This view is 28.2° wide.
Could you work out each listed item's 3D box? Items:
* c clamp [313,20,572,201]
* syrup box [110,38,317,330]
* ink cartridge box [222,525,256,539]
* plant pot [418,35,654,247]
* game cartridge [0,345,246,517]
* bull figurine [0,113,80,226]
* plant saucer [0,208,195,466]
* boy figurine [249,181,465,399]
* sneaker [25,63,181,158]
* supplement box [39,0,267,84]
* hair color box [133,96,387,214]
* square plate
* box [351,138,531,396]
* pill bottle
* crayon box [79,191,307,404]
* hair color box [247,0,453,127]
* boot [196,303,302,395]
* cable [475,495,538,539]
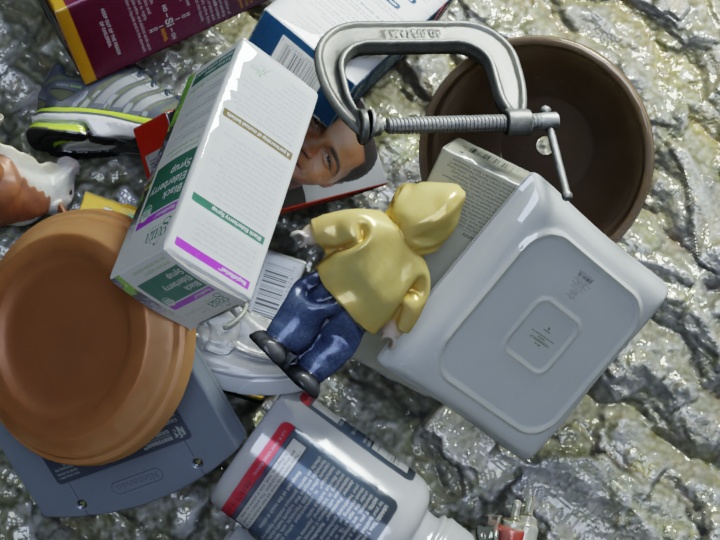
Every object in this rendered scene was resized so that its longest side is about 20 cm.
[{"bbox_3d":[0.063,-0.136,1.131,0.199,0.027,0.172,2,59,-11],"label":"c clamp"},{"bbox_3d":[-0.107,-0.065,1.072,0.081,0.079,0.201,34,54,-25],"label":"syrup box"},{"bbox_3d":[-0.074,0.330,1.146,0.200,0.086,0.148,38,102,0],"label":"ink cartridge box"},{"bbox_3d":[0.156,-0.104,1.240,0.200,0.093,0.202,3,103,14],"label":"plant pot"},{"bbox_3d":[-0.197,0.127,1.158,0.199,0.042,0.134,-21,112,22],"label":"game cartridge"},{"bbox_3d":[-0.335,-0.077,1.195,0.199,0.122,0.065,-16,38,-12],"label":"bull figurine"},{"bbox_3d":[-0.220,0.051,1.104,0.199,0.037,0.201,-2,85,24],"label":"plant saucer"},{"bbox_3d":[0.000,0.000,1.116,0.124,0.064,0.200,42,85,-15],"label":"boy figurine"},{"bbox_3d":[-0.188,-0.144,1.247,0.199,0.074,0.081,2,75,-8],"label":"sneaker"},{"bbox_3d":[-0.178,-0.260,1.237,0.199,0.086,0.111,-26,51,-10],"label":"supplement box"},{"bbox_3d":[-0.081,-0.095,1.201,0.199,0.061,0.102,-18,91,-39],"label":"hair color box"},{"bbox_3d":[0.143,0.048,1.185,0.200,0.028,0.198,35,98,-34],"label":"square plate"},{"bbox_3d":[0.069,-0.003,1.200,0.082,0.068,0.201,28,107,7],"label":"box"},{"bbox_3d":[-0.012,0.198,1.177,0.200,0.120,0.120,36,79,2],"label":"pill bottle"},{"bbox_3d":[-0.159,0.024,1.229,0.199,0.052,0.126,18,79,-3],"label":"crayon box"},{"bbox_3d":[-0.004,-0.216,1.232,0.100,0.061,0.200,40,47,2],"label":"hair color box"},{"bbox_3d":[-0.122,0.034,1.148,0.199,0.096,0.074,11,35,-3],"label":"boot"},{"bbox_3d":[0.119,0.287,1.187,0.050,0.097,0.201,0,78,14],"label":"cable"}]
